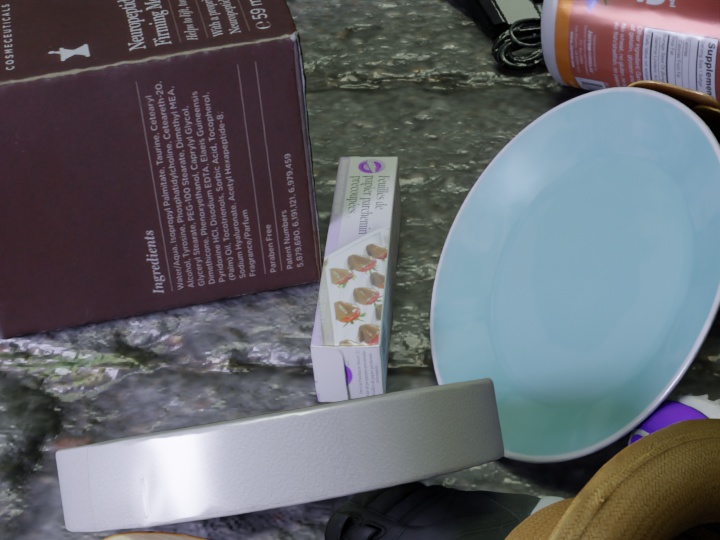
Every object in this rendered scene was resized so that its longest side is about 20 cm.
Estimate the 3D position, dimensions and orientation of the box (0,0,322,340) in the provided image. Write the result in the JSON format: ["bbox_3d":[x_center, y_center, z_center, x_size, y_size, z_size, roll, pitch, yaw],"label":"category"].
[{"bbox_3d":[-0.137,-0.085,0.931,0.197,0.166,0.167,-10,34,-9],"label":"box"}]

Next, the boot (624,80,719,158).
[{"bbox_3d":[0.169,-0.065,0.878,0.071,0.144,0.201,-48,49,-7],"label":"boot"}]

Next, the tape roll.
[{"bbox_3d":[-0.036,0.081,0.687,0.200,0.038,0.203,-9,-5,-1],"label":"tape roll"}]

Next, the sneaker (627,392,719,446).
[{"bbox_3d":[0.141,0.129,0.669,0.098,0.070,0.201,-13,34,-9],"label":"sneaker"}]

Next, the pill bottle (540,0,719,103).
[{"bbox_3d":[0.232,-0.167,1.054,0.198,0.113,0.112,14,38,27],"label":"pill bottle"}]

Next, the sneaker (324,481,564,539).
[{"bbox_3d":[0.020,0.141,0.642,0.098,0.072,0.200,3,12,19],"label":"sneaker"}]

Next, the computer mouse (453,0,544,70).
[{"bbox_3d":[0.129,-0.228,1.212,0.137,0.053,0.200,-18,36,-17],"label":"computer mouse"}]

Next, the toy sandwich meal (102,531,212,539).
[{"bbox_3d":[-0.089,0.199,0.579,0.202,0.070,0.208,1,65,-1],"label":"toy sandwich meal"}]

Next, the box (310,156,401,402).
[{"bbox_3d":[0.000,0.000,0.902,0.038,0.042,0.201,-1,35,5],"label":"box"}]

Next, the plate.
[{"bbox_3d":[0.114,0.003,0.795,0.025,0.201,0.200,24,16,-37],"label":"plate"}]

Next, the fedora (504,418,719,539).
[{"bbox_3d":[0.090,0.147,0.548,0.199,0.203,0.081,-29,24,-32],"label":"fedora"}]
